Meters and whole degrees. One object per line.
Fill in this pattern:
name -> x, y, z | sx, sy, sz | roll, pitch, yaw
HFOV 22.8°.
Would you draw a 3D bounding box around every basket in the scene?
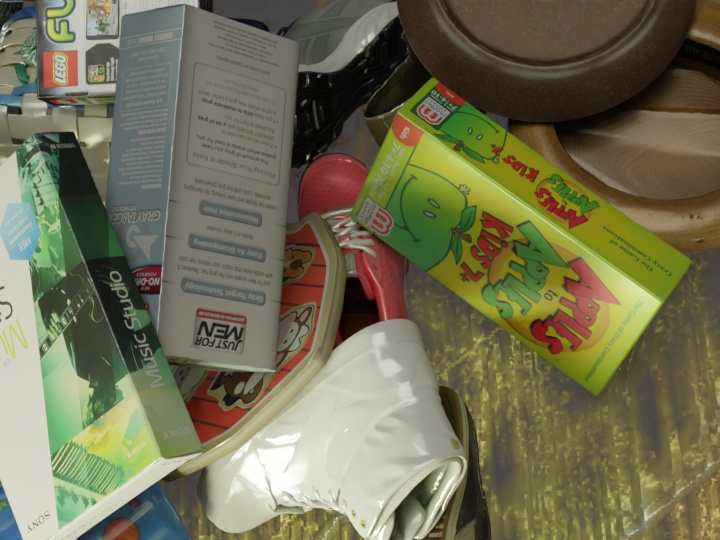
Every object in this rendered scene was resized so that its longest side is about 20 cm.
basket -> -0.165, -0.125, 1.242 | 0.175, 0.140, 0.200 | 3, 33, 11

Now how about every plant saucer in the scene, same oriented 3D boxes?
plant saucer -> 0.120, -0.196, 1.162 | 0.199, 0.035, 0.202 | -2, 72, 6

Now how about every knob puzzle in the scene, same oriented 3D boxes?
knob puzzle -> -0.081, 0.041, 1.132 | 0.219, 0.030, 0.220 | -37, 30, 25

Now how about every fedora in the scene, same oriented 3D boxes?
fedora -> 0.198, -0.085, 1.179 | 0.199, 0.082, 0.202 | -3, 66, 6

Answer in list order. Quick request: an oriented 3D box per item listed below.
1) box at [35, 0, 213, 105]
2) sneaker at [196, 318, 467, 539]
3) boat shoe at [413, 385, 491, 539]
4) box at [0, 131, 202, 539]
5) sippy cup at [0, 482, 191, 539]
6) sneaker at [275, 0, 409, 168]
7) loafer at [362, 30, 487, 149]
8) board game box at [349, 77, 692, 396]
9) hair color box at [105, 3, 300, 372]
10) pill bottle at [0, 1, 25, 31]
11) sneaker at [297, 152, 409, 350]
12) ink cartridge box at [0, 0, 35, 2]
box -> -0.149, -0.208, 1.127 | 0.109, 0.035, 0.202 | -1, 87, 9
sneaker -> -0.019, 0.132, 1.081 | 0.200, 0.073, 0.116 | -44, 56, 32
boat shoe -> 0.047, 0.170, 1.101 | 0.073, 0.065, 0.201 | -16, 53, 35
box -> -0.177, 0.043, 1.020 | 0.144, 0.036, 0.201 | -36, 73, 40
sippy cup -> -0.182, 0.174, 1.111 | 0.130, 0.139, 0.178 | -37, 100, -19
sneaker -> -0.039, -0.133, 1.237 | 0.079, 0.074, 0.200 | 28, 48, 33
loafer -> 0.072, -0.155, 1.207 | 0.201, 0.067, 0.076 | -59, 31, 1
board game box -> 0.098, -0.020, 1.128 | 0.199, 0.102, 0.048 | 36, 47, 9
hair color box -> -0.095, -0.045, 1.052 | 0.060, 0.099, 0.202 | -3, 80, 42
pill bottle -> -0.304, -0.201, 1.257 | 0.113, 0.200, 0.115 | -4, 65, 8
sneaker -> 0.000, 0.000, 1.173 | 0.073, 0.087, 0.201 | -14, 64, 3
ink cartridge box -> -0.146, -0.212, 1.248 | 0.195, 0.200, 0.044 | -1, 104, 10
